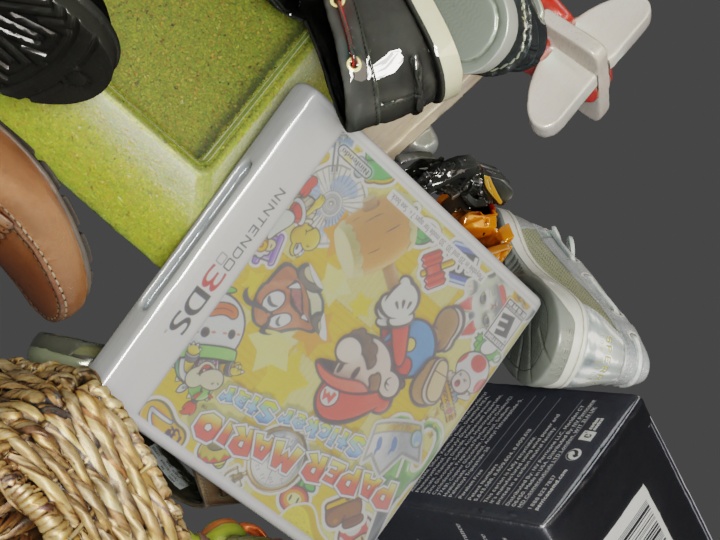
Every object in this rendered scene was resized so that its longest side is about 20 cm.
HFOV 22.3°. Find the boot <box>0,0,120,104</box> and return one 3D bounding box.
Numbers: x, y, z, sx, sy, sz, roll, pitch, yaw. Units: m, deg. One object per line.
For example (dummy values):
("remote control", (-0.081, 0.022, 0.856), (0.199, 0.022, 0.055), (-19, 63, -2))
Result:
("boot", (-0.177, -0.190, 0.829), (0.211, 0.079, 0.159), (37, 51, -22))

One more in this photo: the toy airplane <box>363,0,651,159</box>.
("toy airplane", (0.067, -0.155, 1.058), (0.198, 0.141, 0.201), (-4, 80, -10))

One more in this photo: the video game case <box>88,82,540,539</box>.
("video game case", (-0.018, 0.036, 0.929), (0.200, 0.023, 0.183), (40, 83, -37))

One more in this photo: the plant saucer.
("plant saucer", (-0.098, -0.132, 0.916), (0.199, 0.048, 0.201), (40, 62, -8))

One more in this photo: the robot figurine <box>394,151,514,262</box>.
("robot figurine", (0.000, 0.000, 1.017), (0.199, 0.145, 0.058), (-6, 52, -35))

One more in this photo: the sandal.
("sandal", (-0.094, 0.091, 0.963), (0.200, 0.080, 0.058), (28, 71, -30))

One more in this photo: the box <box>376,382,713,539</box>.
("box", (0.087, 0.151, 1.044), (0.104, 0.199, 0.149), (-47, 121, -31))

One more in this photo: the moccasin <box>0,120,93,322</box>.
("moccasin", (-0.202, -0.050, 0.857), (0.078, 0.073, 0.202), (-51, 122, -27))

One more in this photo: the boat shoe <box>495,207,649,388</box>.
("boat shoe", (0.108, 0.018, 1.070), (0.064, 0.202, 0.075), (13, 103, -15))

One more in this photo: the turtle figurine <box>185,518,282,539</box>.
("turtle figurine", (-0.042, 0.178, 0.958), (0.064, 0.161, 0.200), (-45, 133, 0))

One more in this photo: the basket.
("basket", (-0.165, 0.160, 0.851), (0.149, 0.142, 0.202), (-31, 112, -37))

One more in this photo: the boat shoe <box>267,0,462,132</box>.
("boat shoe", (-0.021, -0.156, 0.882), (0.063, 0.074, 0.203), (-22, 66, -11))

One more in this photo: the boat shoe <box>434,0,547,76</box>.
("boat shoe", (0.023, -0.178, 0.952), (0.060, 0.076, 0.201), (-1, 55, -58))
